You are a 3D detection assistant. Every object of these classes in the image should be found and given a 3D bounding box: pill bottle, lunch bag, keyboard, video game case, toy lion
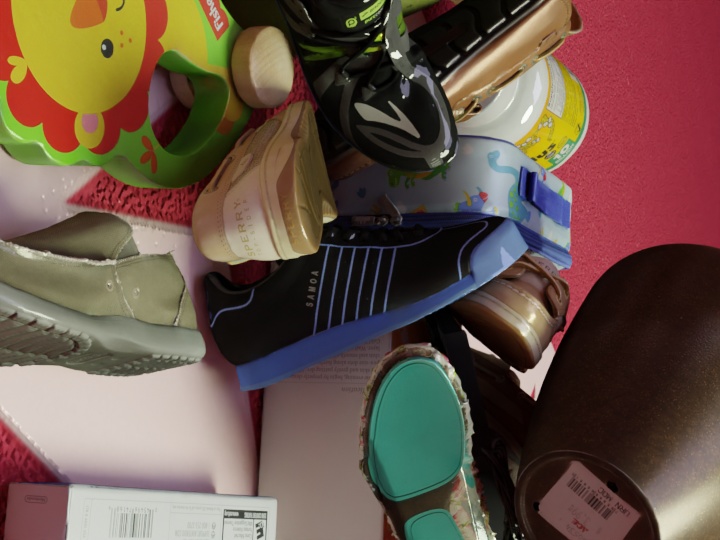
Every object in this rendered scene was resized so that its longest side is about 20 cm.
[{"bbox_3d":[0.125,-0.154,1.084,0.199,0.111,0.115,12,78,-64],"label":"pill bottle"},{"bbox_3d":[0.070,-0.044,0.910,0.199,0.158,0.084,19,73,-63],"label":"lunch bag"},{"bbox_3d":[0.076,0.120,0.793,0.127,0.020,0.202,-122,-165,-62],"label":"keyboard"},{"bbox_3d":[-0.116,0.209,0.646,0.199,0.045,0.184,24,66,-61],"label":"video game case"},{"bbox_3d":[-0.128,-0.122,0.632,0.193,0.068,0.201,-61,141,-36],"label":"toy lion"}]

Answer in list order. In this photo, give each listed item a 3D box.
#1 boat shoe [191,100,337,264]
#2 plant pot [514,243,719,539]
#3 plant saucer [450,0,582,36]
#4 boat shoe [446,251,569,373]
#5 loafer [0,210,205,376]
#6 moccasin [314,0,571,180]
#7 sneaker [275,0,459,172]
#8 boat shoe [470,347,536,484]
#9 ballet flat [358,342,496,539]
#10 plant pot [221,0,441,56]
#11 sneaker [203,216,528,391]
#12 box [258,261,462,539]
[{"bbox_3d":[-0.053,-0.048,0.685,0.200,0.064,0.073,-83,159,-73],"label":"boat shoe"},{"bbox_3d":[0.181,0.106,0.771,0.199,0.185,0.190,-33,119,-49],"label":"plant pot"},{"bbox_3d":[0.098,-0.251,1.018,0.199,0.036,0.201,30,29,-18],"label":"plant saucer"},{"bbox_3d":[0.105,0.021,0.818,0.070,0.073,0.200,-54,172,-2],"label":"boat shoe"},{"bbox_3d":[-0.145,0.008,0.582,0.200,0.074,0.071,25,54,-66],"label":"loafer"},{"bbox_3d":[0.053,-0.123,0.803,0.201,0.074,0.078,-40,139,-8],"label":"moccasin"},{"bbox_3d":[-0.006,-0.138,0.700,0.201,0.070,0.083,59,-4,-20],"label":"sneaker"},{"bbox_3d":[0.087,0.098,0.925,0.071,0.200,0.077,-21,133,-20],"label":"boat shoe"},{"bbox_3d":[0.038,0.124,0.745,0.064,0.074,0.203,-105,-177,-65],"label":"ballet flat"},{"bbox_3d":[0.023,-0.243,0.777,0.186,0.197,0.190,11,78,-62],"label":"plant pot"},{"bbox_3d":[0.000,0.000,0.738,0.070,0.198,0.079,-92,157,-87],"label":"sneaker"},{"bbox_3d":[0.003,0.087,0.837,0.124,0.096,0.203,18,72,-62],"label":"box"}]
